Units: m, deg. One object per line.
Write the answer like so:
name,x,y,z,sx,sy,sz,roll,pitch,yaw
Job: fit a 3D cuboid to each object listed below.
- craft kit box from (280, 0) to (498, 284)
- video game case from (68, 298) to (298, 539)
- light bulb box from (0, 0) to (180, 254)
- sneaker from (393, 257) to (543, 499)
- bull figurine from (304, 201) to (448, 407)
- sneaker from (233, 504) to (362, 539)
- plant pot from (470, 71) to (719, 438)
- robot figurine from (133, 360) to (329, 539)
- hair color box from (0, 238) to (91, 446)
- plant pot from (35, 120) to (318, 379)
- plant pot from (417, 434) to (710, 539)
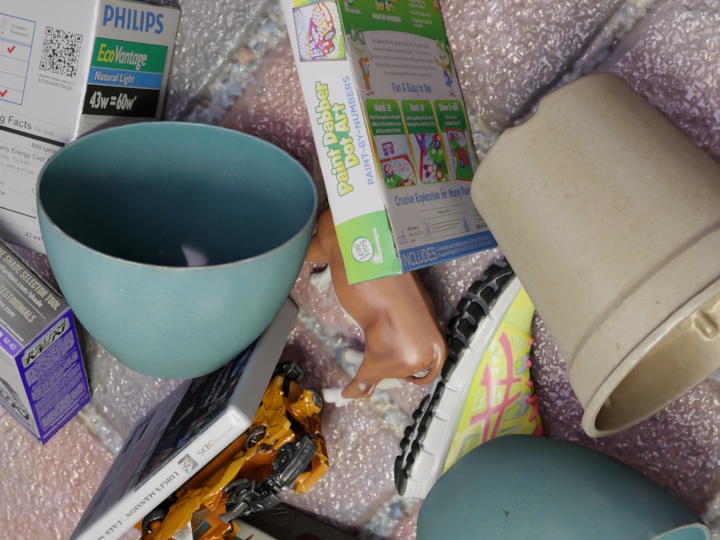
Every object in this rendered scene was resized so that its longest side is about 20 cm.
craft kit box,0.025,-0.099,1.075,0.048,0.200,0.200,-11,90,24
video game case,-0.129,0.117,1.162,0.182,0.200,0.023,-41,101,20
light bulb box,-0.269,-0.133,1.231,0.197,0.125,0.202,16,100,20
sneaker,0.099,0.083,1.139,0.090,0.078,0.201,23,98,-9
bull figurine,0.000,0.000,1.155,0.121,0.065,0.202,-38,62,39
sneaker,-0.039,0.257,1.195,0.199,0.074,0.107,23,110,41
plant pot,0.175,-0.022,1.040,0.200,0.200,0.184,-45,68,19
robot figurine,-0.099,0.157,1.174,0.200,0.145,0.058,-39,121,15
hair color box,-0.274,0.051,1.215,0.109,0.200,0.065,41,67,14
plant pot,-0.135,-0.002,1.133,0.199,0.200,0.136,20,126,19
plant pot,0.114,0.191,1.044,0.201,0.199,0.135,-52,58,18
